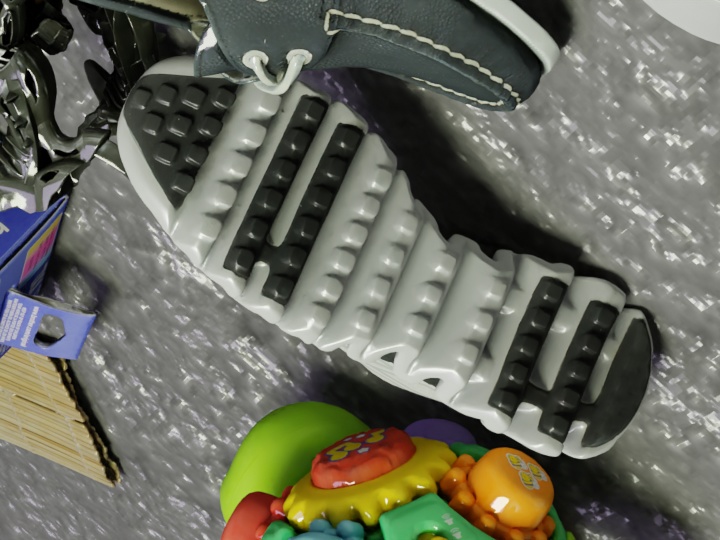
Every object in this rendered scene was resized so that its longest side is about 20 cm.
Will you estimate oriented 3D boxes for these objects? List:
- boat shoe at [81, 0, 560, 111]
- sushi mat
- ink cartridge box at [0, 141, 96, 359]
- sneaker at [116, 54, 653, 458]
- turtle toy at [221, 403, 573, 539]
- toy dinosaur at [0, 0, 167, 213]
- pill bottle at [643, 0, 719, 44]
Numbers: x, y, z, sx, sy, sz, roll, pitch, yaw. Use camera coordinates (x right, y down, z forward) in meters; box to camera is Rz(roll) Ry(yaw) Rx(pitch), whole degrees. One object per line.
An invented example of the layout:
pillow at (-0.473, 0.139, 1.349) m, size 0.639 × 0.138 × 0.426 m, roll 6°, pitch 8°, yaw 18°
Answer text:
boat shoe at (-0.039, -0.086, 0.727) m, size 0.200 × 0.060 × 0.076 m, roll 24°, pitch 169°, yaw 1°
sushi mat at (-0.204, 0.045, 1.183) m, size 0.200 × 0.012 × 0.096 m, roll 17°, pitch 141°, yaw 34°
ink cartridge box at (-0.207, -0.021, 1.036) m, size 0.200 × 0.076 × 0.136 m, roll 40°, pitch 151°, yaw 5°
sneaker at (0.000, 0.000, 0.810) m, size 0.200 × 0.075 × 0.081 m, roll 34°, pitch 168°, yaw -16°
turtle toy at (0.006, 0.107, 0.896) m, size 0.200 × 0.146 × 0.101 m, roll 16°, pitch 126°, yaw 68°
toy dinosaur at (-0.120, -0.094, 0.832) m, size 0.200 × 0.102 × 0.136 m, roll 7°, pitch 122°, yaw 59°
pill bottle at (0.121, -0.122, 0.497) m, size 0.104 × 0.104 × 0.200 m, roll 41°, pitch 150°, yaw 0°
